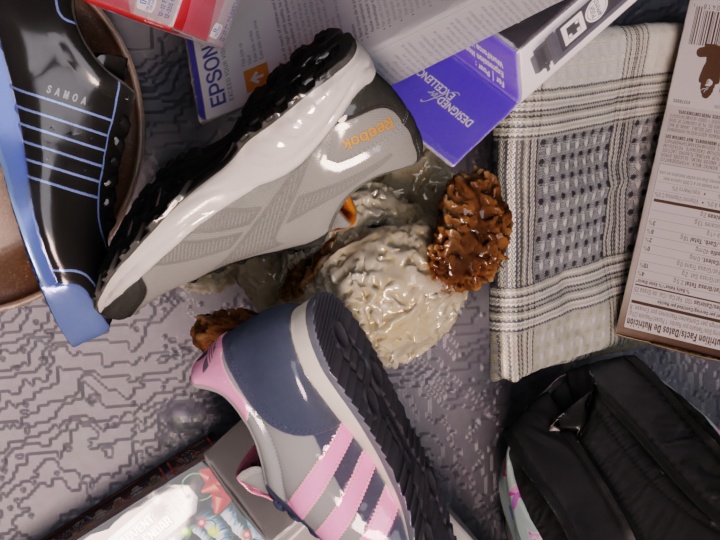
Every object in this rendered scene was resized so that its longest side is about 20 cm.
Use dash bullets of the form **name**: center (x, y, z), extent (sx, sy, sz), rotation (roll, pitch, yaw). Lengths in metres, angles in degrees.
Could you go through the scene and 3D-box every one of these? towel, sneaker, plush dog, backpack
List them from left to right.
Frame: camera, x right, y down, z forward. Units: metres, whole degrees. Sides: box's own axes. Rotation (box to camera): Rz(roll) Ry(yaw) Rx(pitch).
- **sneaker**: center (-0.148, -0.063, 0.946), extent (0.078, 0.070, 0.201), rotation (-16, 102, -7)
- **sneaker**: center (-0.055, -0.028, 0.886), extent (0.200, 0.074, 0.079), rotation (-35, 114, 27)
- **sneaker**: center (-0.012, 0.105, 0.894), extent (0.082, 0.070, 0.201), rotation (-17, 111, 19)
- **plush dog**: center (0.000, 0.000, 0.962), extent (0.200, 0.172, 0.161), rotation (-32, 108, 8)
- **towel**: center (0.137, -0.042, 1.029), extent (0.200, 0.034, 0.194), rotation (-11, 104, -52)
- **backpack**: center (0.157, 0.153, 1.022), extent (0.166, 0.127, 0.200), rotation (-26, 64, -19)

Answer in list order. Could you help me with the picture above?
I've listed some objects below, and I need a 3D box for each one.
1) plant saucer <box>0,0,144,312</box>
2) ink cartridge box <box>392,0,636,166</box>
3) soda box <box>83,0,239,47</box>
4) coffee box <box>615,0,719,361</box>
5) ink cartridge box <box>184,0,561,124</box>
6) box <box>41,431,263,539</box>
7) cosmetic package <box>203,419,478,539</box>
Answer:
- **plant saucer**: center (-0.217, -0.076, 0.979), extent (0.199, 0.037, 0.201), rotation (-2, 98, -15)
- **ink cartridge box**: center (0.057, -0.175, 0.958), extent (0.200, 0.198, 0.043), rotation (-42, 141, -8)
- **soda box**: center (-0.074, -0.215, 0.887), extent (0.070, 0.063, 0.201), rotation (20, 94, 19)
- **coffee box**: center (0.226, -0.047, 1.052), extent (0.114, 0.079, 0.201), rotation (9, 93, -51)
- **ink cartridge box**: center (-0.003, -0.183, 0.935), extent (0.199, 0.200, 0.041), rotation (-22, 149, 18)
- **box**: center (-0.131, 0.204, 1.044), extent (0.200, 0.040, 0.137), rotation (-32, 104, -9)
- **cosmetic package**: center (0.014, 0.155, 1.015), extent (0.090, 0.107, 0.200), rotation (-41, 123, -6)
